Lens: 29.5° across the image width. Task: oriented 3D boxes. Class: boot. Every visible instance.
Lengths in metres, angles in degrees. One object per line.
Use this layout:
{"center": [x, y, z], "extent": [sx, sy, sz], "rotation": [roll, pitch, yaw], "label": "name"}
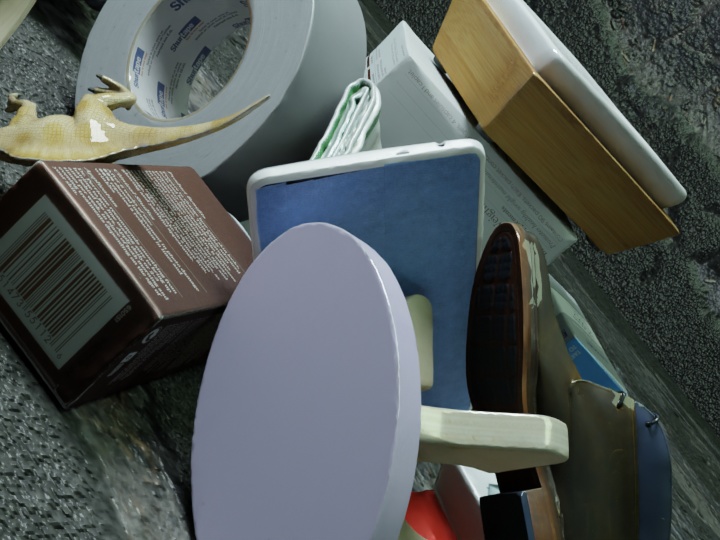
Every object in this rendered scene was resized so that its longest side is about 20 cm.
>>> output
{"center": [0.116, 0.074, 0.753], "extent": [0.075, 0.096, 0.203], "rotation": [170, -82, -68], "label": "boot"}

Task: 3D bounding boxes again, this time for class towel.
{"center": [0.000, 0.000, 0.876], "extent": [0.201, 0.030, 0.150], "rotation": [76, 29, -43], "label": "towel"}

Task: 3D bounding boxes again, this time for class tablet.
{"center": [0.006, 0.018, 0.771], "extent": [0.014, 0.129, 0.202], "rotation": [-110, -166, -49], "label": "tablet"}

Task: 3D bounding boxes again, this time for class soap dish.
{"center": [0.145, -0.113, 1.021], "extent": [0.200, 0.081, 0.158], "rotation": [40, 16, -36], "label": "soap dish"}

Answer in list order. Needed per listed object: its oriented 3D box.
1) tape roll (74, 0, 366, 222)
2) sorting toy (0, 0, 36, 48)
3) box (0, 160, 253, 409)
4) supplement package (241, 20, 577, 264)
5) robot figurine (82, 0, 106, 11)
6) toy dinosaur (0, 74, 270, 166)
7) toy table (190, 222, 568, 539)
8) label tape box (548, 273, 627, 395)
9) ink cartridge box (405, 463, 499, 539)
{"center": [-0.096, -0.134, 0.909], "extent": [0.066, 0.200, 0.201], "rotation": [30, 23, -51], "label": "tape roll"}
{"center": [-0.268, -0.156, 0.642], "extent": [0.179, 0.107, 0.200], "rotation": [34, 30, 4], "label": "sorting toy"}
{"center": [-0.121, 0.001, 0.732], "extent": [0.100, 0.075, 0.200], "rotation": [51, 15, 7], "label": "box"}
{"center": [0.026, -0.046, 1.062], "extent": [0.191, 0.200, 0.147], "rotation": [45, 14, -13], "label": "supplement package"}
{"center": [-0.223, -0.278, 1.054], "extent": [0.123, 0.152, 0.200], "rotation": [11, 2, 18], "label": "robot figurine"}
{"center": [-0.148, -0.070, 0.741], "extent": [0.101, 0.197, 0.059], "rotation": [-111, -161, -74], "label": "toy dinosaur"}
{"center": [-0.002, 0.089, 0.685], "extent": [0.117, 0.182, 0.202], "rotation": [29, 66, -47], "label": "toy table"}
{"center": [0.133, 0.098, 1.133], "extent": [0.066, 0.143, 0.200], "rotation": [43, 14, -23], "label": "label tape box"}
{"center": [0.084, 0.181, 0.766], "extent": [0.172, 0.044, 0.201], "rotation": [2, 38, -26], "label": "ink cartridge box"}
